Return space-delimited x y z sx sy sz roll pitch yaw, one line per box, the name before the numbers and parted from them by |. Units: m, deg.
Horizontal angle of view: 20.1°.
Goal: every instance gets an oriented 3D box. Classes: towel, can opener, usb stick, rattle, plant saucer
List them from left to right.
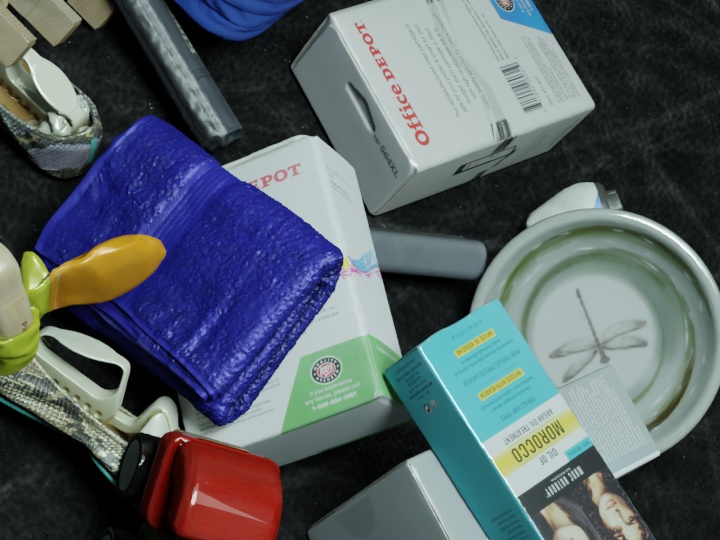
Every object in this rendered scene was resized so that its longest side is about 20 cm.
rattle | -0.253 -0.030 1.332 0.200 0.130 0.143 28 66 40
usb stick | -0.151 -0.178 1.530 0.200 0.033 0.055 59 18 0
towel | -0.123 -0.005 1.375 0.200 0.050 0.148 35 90 27
can opener | 0.000 0.000 1.544 0.199 0.053 0.067 5 95 -28
plant saucer | 0.182 0.052 1.567 0.199 0.050 0.201 0 93 4

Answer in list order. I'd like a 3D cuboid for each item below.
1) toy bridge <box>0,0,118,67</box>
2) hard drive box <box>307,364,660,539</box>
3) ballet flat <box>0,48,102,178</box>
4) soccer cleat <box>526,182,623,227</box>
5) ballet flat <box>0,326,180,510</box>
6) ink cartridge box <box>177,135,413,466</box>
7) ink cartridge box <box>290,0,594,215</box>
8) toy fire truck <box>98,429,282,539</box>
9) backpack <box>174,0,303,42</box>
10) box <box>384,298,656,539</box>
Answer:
toy bridge | -0.233 -0.192 1.451 0.067 0.027 0.200 45 19 -1
hard drive box | 0.086 0.157 1.432 0.200 0.156 0.077 -21 78 -35
ballet flat | -0.260 -0.153 1.455 0.200 0.072 0.072 43 52 -3
soccer cleat | 0.194 0.029 1.627 0.086 0.070 0.201 -20 92 9
ballet flat | -0.172 0.095 1.363 0.200 0.075 0.068 39 12 -4
ink cartridge box | -0.059 0.026 1.416 0.087 0.145 0.201 34 38 -65
ink cartridge box | 0.065 -0.148 1.626 0.200 0.084 0.146 -21 76 -35
toy fire truck | -0.112 0.194 1.248 0.128 0.200 0.177 18 87 -21
backpack | -0.080 -0.266 1.550 0.162 0.168 0.200 40 46 -2
box | 0.106 0.125 1.331 0.082 0.049 0.200 -29 83 -37
